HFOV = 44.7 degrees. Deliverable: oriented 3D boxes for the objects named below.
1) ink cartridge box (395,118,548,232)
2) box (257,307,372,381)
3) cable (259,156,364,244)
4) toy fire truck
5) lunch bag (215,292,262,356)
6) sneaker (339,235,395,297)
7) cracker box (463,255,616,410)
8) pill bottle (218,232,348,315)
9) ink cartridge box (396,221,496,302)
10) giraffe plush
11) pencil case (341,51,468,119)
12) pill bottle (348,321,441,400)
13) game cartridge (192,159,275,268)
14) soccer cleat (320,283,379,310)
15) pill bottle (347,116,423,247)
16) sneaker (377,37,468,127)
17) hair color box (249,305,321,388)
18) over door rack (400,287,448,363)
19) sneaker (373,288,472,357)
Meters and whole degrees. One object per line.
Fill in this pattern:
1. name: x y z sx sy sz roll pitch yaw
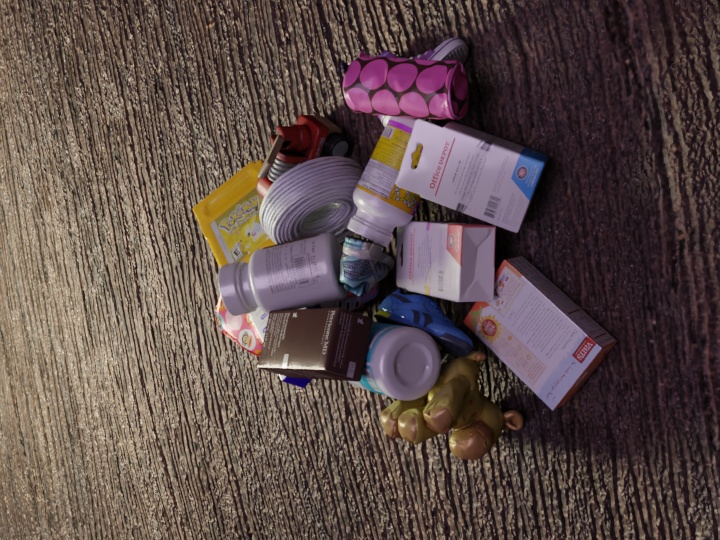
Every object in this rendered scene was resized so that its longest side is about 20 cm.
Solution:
1. ink cartridge box: 0.167 -0.150 1.318 0.200 0.068 0.116 22 112 10
2. box: -0.075 0.116 1.370 0.200 0.075 0.100 -7 67 51
3. cable: -0.074 -0.108 1.486 0.200 0.200 0.069 -48 58 35
4. toy fire truck: -0.128 -0.174 1.513 0.129 0.200 0.176 42 122 35
5. lunch bag: -0.190 0.059 1.690 0.176 0.082 0.200 30 115 32
6. sneaker: 0.000 0.000 1.447 0.078 0.200 0.086 18 86 15
7. cracker box: 0.268 0.092 1.327 0.200 0.058 0.134 47 124 26
8. pill bottle: -0.129 0.012 1.464 0.200 0.114 0.115 -13 89 11
9. ink cartridge box: 0.130 -0.019 1.388 0.200 0.067 0.117 13 102 62
10. giraffe plush: 0.157 0.227 1.379 0.162 0.200 0.172 51 154 -19
11. pencil case: 0.070 -0.280 1.323 0.200 0.091 0.094 13 80 30
12. pill bottle: 0.033 0.138 1.384 0.200 0.111 0.111 4 101 63
13. game cartridge: -0.216 -0.093 1.656 0.176 0.032 0.200 -37 62 12
14. soccer cleat: -0.039 0.057 1.586 0.200 0.067 0.077 -13 120 35
15. pill bottle: 0.055 -0.142 1.399 0.104 0.104 0.200 29 95 33
16. sneaker: 0.079 -0.329 1.407 0.200 0.073 0.114 -40 69 37
17. hair color box: -0.120 0.095 1.537 0.109 0.065 0.200 -45 51 16
18. over door rack: 0.071 0.137 1.495 0.148 0.067 0.200 50 125 22
19. sneaker: 0.108 0.075 1.387 0.200 0.066 0.078 21 67 47
